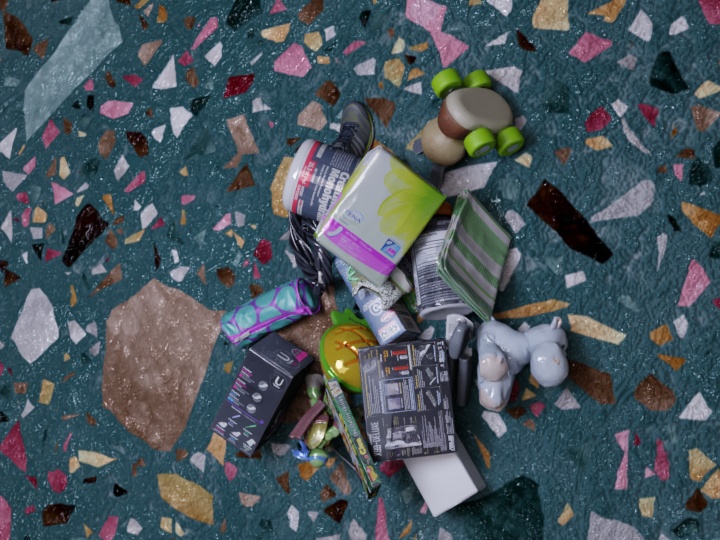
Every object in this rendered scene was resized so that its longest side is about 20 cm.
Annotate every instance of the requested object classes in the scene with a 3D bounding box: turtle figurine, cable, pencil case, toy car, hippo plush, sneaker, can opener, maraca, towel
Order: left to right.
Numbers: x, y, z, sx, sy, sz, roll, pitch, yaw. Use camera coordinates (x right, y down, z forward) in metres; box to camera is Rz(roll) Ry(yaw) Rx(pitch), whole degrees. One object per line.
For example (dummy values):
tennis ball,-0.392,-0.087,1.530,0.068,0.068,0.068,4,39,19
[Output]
pencil case,-0.182,0.088,1.726,0.199,0.085,0.093,-26,31,19
cable,-0.105,-0.056,1.680,0.050,0.164,0.202,-16,66,-13
turtle figurine,-0.039,0.289,1.639,0.198,0.144,0.196,-2,59,-5
sneaker,-0.023,-0.247,1.690,0.073,0.081,0.202,-2,74,23
maraca,-0.013,0.149,1.602,0.136,0.201,0.107,28,126,-16
sneaker,0.000,0.000,1.555,0.199,0.077,0.089,36,82,14
toy car,0.178,-0.250,1.604,0.200,0.157,0.165,-45,62,44
can opener,0.170,0.164,1.531,0.052,0.066,0.202,19,131,27
towel,0.203,-0.031,1.500,0.023,0.152,0.201,-23,34,41
hippo plush,0.287,0.158,1.508,0.159,0.160,0.201,-3,40,6

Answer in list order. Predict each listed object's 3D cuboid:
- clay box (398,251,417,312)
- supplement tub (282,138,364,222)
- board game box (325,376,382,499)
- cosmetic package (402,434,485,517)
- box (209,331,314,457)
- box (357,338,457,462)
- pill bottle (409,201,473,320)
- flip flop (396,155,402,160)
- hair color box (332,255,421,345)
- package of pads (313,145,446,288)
clay box,0.146,-0.017,1.617,0.199,0.048,0.116,-35,72,16
supplement tub,-0.032,-0.146,1.571,0.198,0.140,0.142,20,93,2
board game box,-0.015,0.295,1.499,0.023,0.105,0.201,-19,66,-15
cosmetic package,0.135,0.337,1.573,0.101,0.074,0.201,-33,75,16
box,-0.192,0.242,1.671,0.106,0.122,0.201,31,110,9
box,0.082,0.228,1.500,0.156,0.050,0.202,-7,87,-3
pill bottle,0.143,-0.020,1.530,0.105,0.106,0.202,-13,72,22
flip flop,0.022,-0.136,1.676,0.058,0.081,0.200,44,97,6
hair color box,0.031,0.049,1.632,0.060,0.100,0.201,-35,72,15
package of pads,0.029,-0.096,1.472,0.154,0.068,0.201,36,94,-11
